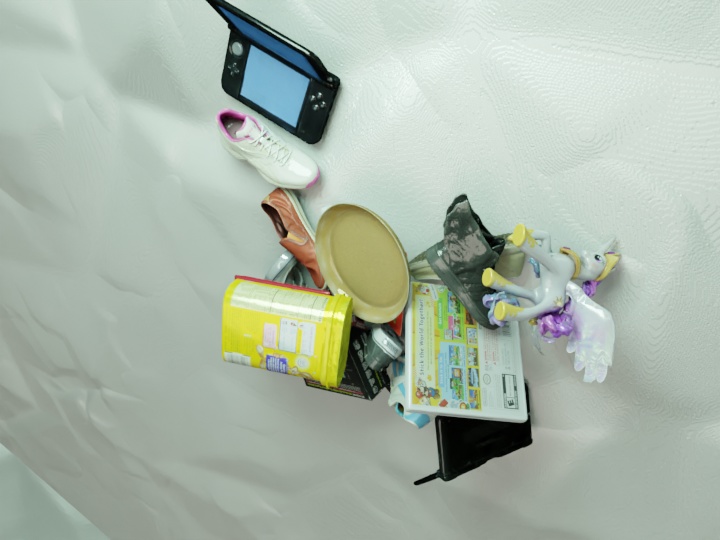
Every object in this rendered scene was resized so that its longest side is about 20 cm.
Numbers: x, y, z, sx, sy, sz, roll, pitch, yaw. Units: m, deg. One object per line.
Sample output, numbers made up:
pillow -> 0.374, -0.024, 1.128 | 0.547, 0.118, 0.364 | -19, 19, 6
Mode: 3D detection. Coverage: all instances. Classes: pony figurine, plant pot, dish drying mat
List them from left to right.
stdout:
dish drying mat -> -0.138, 0.051, 1.009 | 0.198, 0.018, 0.077 | 10, 137, 22
plant pot -> 0.005, -0.014, 0.858 | 0.199, 0.027, 0.202 | 26, 130, 35
pony figurine -> 0.264, 0.036, 0.746 | 0.198, 0.166, 0.195 | 9, 98, -24

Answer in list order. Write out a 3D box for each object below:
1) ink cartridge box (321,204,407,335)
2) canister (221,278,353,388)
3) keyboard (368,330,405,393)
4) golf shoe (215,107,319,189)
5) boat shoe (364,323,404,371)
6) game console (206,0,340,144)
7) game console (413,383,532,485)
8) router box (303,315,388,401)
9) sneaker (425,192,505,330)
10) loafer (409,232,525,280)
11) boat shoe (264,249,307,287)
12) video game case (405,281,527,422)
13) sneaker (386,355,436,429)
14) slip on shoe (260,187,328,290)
ink cartridge box -> 0.000, 0.000, 0.912 | 0.200, 0.047, 0.162 | 42, 140, 46
canister -> -0.120, 0.099, 0.891 | 0.198, 0.087, 0.150 | 10, 111, 7
keyboard -> 0.062, 0.203, 1.067 | 0.200, 0.040, 0.104 | 50, 130, -7
golf shoe -> -0.159, -0.201, 0.902 | 0.199, 0.076, 0.092 | 28, 170, 10
boat shoe -> 0.034, 0.130, 0.944 | 0.069, 0.200, 0.057 | 40, 91, 4
game console -> -0.144, -0.294, 0.817 | 0.199, 0.116, 0.177 | 33, 129, 8
game console -> 0.193, 0.289, 0.966 | 0.116, 0.198, 0.178 | 9, 109, 61
router box -> -0.054, 0.162, 1.062 | 0.199, 0.062, 0.151 | 0, 119, 46
sneaker -> 0.171, -0.007, 0.778 | 0.104, 0.060, 0.200 | -37, 107, 26
loafer -> 0.164, -0.005, 0.857 | 0.198, 0.076, 0.069 | -9, 108, 33
boat shoe -> -0.147, 0.042, 1.063 | 0.086, 0.075, 0.202 | 38, 132, 4
video game case -> 0.156, 0.120, 0.826 | 0.180, 0.202, 0.023 | 7, 153, -9
sneaker -> 0.078, 0.202, 0.928 | 0.076, 0.081, 0.200 | 42, 173, -11
slip on shoe -> -0.113, -0.052, 0.967 | 0.201, 0.061, 0.074 | 62, 152, -1
